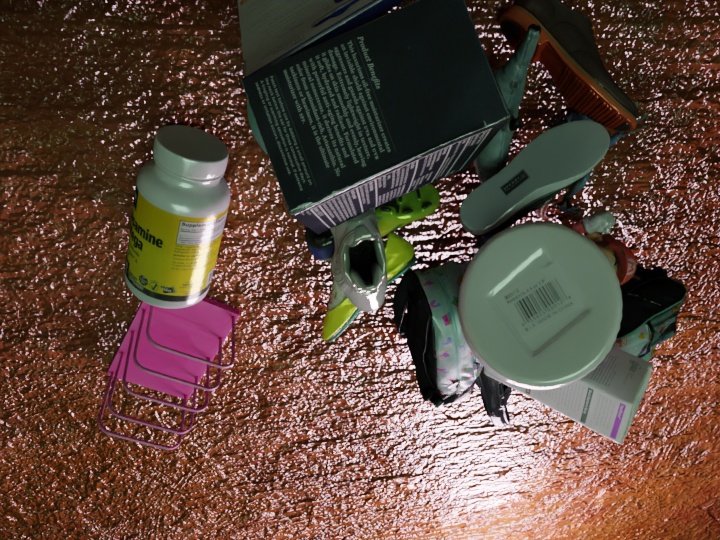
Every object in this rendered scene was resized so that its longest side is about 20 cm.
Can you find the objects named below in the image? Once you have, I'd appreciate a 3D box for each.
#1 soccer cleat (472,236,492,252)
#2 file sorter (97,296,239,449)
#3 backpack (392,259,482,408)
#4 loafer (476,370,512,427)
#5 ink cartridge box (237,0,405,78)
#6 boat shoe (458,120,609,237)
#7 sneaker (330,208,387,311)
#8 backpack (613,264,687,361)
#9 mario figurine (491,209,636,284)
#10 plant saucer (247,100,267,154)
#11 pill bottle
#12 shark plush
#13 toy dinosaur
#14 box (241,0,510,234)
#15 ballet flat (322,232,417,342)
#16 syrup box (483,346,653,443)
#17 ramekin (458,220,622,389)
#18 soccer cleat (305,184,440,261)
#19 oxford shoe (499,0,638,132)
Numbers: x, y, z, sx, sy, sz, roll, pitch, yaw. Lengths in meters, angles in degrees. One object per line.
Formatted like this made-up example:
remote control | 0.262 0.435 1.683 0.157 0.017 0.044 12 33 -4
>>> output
soccer cleat | 0.234 0.024 0.851 0.081 0.066 0.203 -20 126 9
file sorter | -0.282 0.146 0.809 0.136 0.127 0.202 24 118 -26
backpack | 0.124 0.078 0.815 0.123 0.169 0.204 -17 136 -11
loafer | 0.247 0.210 0.995 0.068 0.069 0.204 -16 124 13
ink cartridge box | -0.026 -0.257 0.523 0.193 0.204 0.047 -26 137 10
boat shoe | 0.208 -0.109 0.675 0.197 0.070 0.056 -32 159 11
sneaker | 0.000 0.000 0.702 0.075 0.101 0.203 -15 138 -1
backpack | 0.354 0.075 0.830 0.195 0.175 0.157 -21 129 -26
mario figurine | 0.275 -0.010 0.734 0.192 0.109 0.125 3 147 -3
plant saucer | -0.033 -0.185 0.645 0.193 0.037 0.203 -14 141 -11
pill bottle | -0.223 -0.064 0.679 0.109 0.114 0.204 11 122 -18
shark plush | 0.181 -0.192 0.658 0.088 0.085 0.202 5 143 -18
toy dinosaur | 0.276 -0.180 0.735 0.102 0.200 0.188 16 87 -6
box | 0.014 -0.136 0.531 0.193 0.200 0.127 -22 89 1
ballet flat | -0.003 0.019 0.822 0.067 0.067 0.199 43 107 -11
syrup box | 0.270 0.132 0.735 0.078 0.196 0.083 -39 140 -34
ramekin | 0.208 0.040 0.649 0.197 0.205 0.097 -31 167 13
soccer cleat | 0.017 -0.069 0.766 0.194 0.066 0.084 -21 155 -1
oxford shoe | 0.251 -0.244 0.626 0.073 0.071 0.200 -45 90 1
